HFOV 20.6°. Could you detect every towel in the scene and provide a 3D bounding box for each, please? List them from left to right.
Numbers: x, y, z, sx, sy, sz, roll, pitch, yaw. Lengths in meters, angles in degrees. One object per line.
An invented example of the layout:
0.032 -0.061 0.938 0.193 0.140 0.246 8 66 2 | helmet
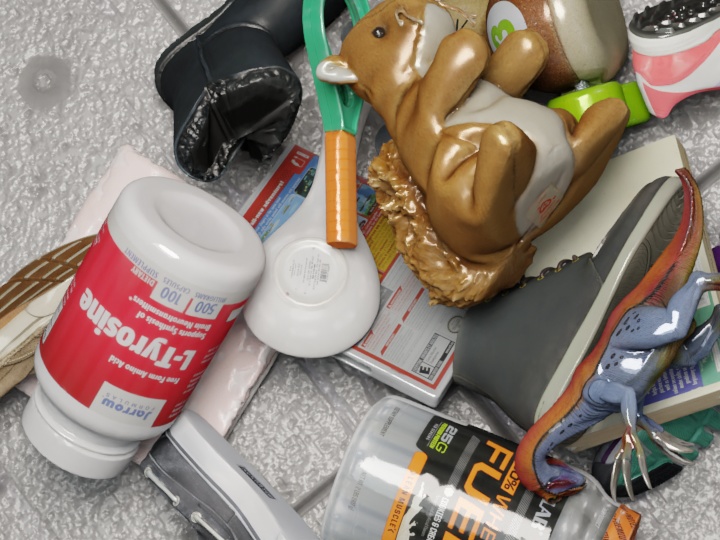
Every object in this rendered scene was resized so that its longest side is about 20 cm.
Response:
-0.152 0.035 1.475 0.191 0.032 0.200 31 87 12 | towel

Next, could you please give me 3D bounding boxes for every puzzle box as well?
0.184 0.016 1.381 0.133 0.025 0.200 -20 60 20 | puzzle box

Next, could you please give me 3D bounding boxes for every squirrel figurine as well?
0.051 -0.084 1.329 0.187 0.141 0.200 41 132 26 | squirrel figurine

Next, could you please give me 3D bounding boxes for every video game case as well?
0.000 0.000 1.432 0.200 0.017 0.143 27 58 13 | video game case

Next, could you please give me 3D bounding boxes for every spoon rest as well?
-0.026 -0.030 1.414 0.099 0.061 0.200 10 69 3 | spoon rest

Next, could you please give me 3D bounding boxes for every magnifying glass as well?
-0.013 -0.115 1.384 0.022 0.080 0.201 -5 78 28 | magnifying glass

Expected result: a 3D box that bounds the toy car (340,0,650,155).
0.086 -0.158 1.420 0.200 0.158 0.165 -16 90 20 | toy car

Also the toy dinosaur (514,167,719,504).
0.174 0.067 1.288 0.181 0.105 0.200 -24 60 14 | toy dinosaur

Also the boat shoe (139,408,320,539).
-0.084 0.185 1.380 0.068 0.072 0.200 -48 64 6 | boat shoe

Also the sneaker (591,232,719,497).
0.224 0.068 1.401 0.200 0.074 0.088 -48 46 3 | sneaker

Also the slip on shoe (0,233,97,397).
-0.246 0.048 1.446 0.200 0.076 0.061 -38 116 -5 | slip on shoe

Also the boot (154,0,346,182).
-0.061 -0.158 1.425 0.200 0.168 0.076 -39 118 5 | boot

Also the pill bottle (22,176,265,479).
-0.157 0.044 1.375 0.112 0.112 0.200 38 115 14 | pill bottle

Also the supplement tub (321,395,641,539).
0.084 0.175 1.364 0.200 0.123 0.123 21 84 12 | supplement tub

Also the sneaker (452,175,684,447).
0.141 0.010 1.346 0.106 0.075 0.200 29 85 37 | sneaker

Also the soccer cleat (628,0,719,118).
0.282 -0.171 1.418 0.200 0.068 0.073 -20 121 -18 | soccer cleat
